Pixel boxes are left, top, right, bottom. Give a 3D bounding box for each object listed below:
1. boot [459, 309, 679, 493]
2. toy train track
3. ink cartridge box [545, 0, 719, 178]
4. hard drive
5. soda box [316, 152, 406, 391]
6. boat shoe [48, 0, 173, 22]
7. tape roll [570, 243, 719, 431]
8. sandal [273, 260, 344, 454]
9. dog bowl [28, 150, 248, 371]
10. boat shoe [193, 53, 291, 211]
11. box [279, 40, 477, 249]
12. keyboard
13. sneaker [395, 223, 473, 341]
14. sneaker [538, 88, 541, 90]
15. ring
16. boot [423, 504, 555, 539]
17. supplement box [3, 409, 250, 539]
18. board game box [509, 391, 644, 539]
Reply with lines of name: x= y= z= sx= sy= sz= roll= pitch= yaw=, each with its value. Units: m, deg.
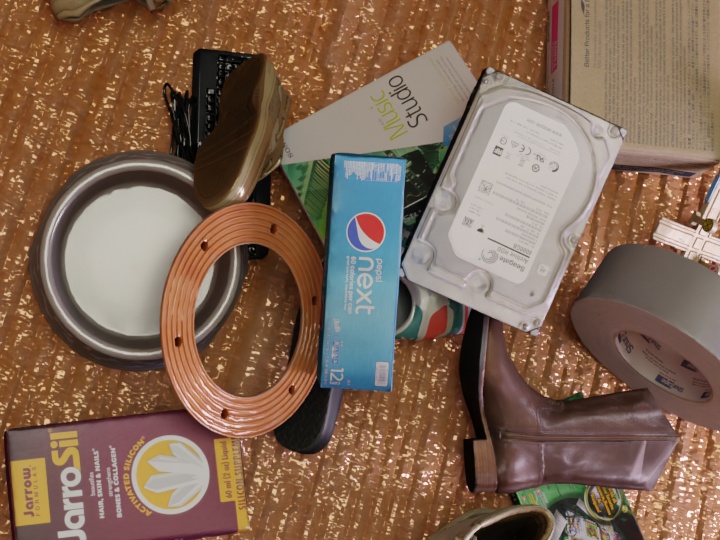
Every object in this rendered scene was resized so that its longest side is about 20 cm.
boot: x=0.195 y=0.115 z=1.424 sx=0.199 sy=0.064 sz=0.187 roll=-1 pitch=96 yaw=-11
toy train track: x=0.352 y=-0.062 z=1.495 sx=0.114 sy=0.033 sz=0.201 roll=16 pitch=102 yaw=-36
ink cartridge box: x=0.270 y=-0.201 z=1.528 sx=0.164 sy=0.075 sz=0.201 roll=5 pitch=79 yaw=-11
hard drive: x=0.131 y=-0.060 z=1.356 sx=0.139 sy=0.038 sz=0.201 roll=25 pitch=92 yaw=-4
soda box: x=0.000 y=0.000 z=1.335 sx=0.064 sy=0.068 sz=0.201 roll=4 pitch=94 yaw=-5
boat shoe: x=-0.197 y=-0.277 z=1.441 sx=0.199 sy=0.075 sz=0.069 roll=-11 pitch=87 yaw=-8
tape roll: x=0.293 y=0.064 z=1.414 sx=0.200 sy=0.200 sz=0.066 roll=37 pitch=74 yaw=-3
sandal: x=-0.026 y=0.070 z=1.413 sx=0.075 sy=0.048 sz=0.201 roll=19 pitch=88 yaw=34
dog bowl: x=-0.195 y=-0.009 z=1.369 sx=0.199 sy=0.059 sz=0.201 roll=0 pitch=90 yaw=-10
boat shoe: x=-0.095 y=-0.114 z=1.379 sx=0.065 sy=0.071 sz=0.201 roll=48 pitch=34 yaw=-30
box: x=0.030 y=-0.110 z=1.419 sx=0.199 sy=0.036 sz=0.145 roll=-29 pitch=58 yaw=-1
keyboard: x=-0.131 y=-0.112 z=1.435 sx=0.104 sy=0.040 sz=0.201 roll=2 pitch=77 yaw=-13
sneaker: x=0.041 y=-0.029 z=1.441 sx=0.093 sy=0.070 sz=0.201 roll=-13 pitch=84 yaw=-21
sneaker: x=0.140 y=-0.083 z=1.476 sx=0.072 sy=0.072 sz=0.201 roll=11 pitch=78 yaw=-13
ring: x=-0.099 y=0.042 z=1.316 sx=0.200 sy=0.019 sz=0.202 roll=-3 pitch=94 yaw=-48
boot: x=0.070 y=0.271 z=1.342 sx=0.200 sy=0.155 sz=0.072 roll=-33 pitch=87 yaw=-17
supplement box: x=-0.203 y=0.184 z=1.332 sx=0.199 sy=0.086 sz=0.111 roll=-5 pitch=80 yaw=-14
board game box: x=0.202 y=0.226 z=1.452 sx=0.104 sy=0.023 sz=0.201 roll=-21 pitch=84 yaw=-15
